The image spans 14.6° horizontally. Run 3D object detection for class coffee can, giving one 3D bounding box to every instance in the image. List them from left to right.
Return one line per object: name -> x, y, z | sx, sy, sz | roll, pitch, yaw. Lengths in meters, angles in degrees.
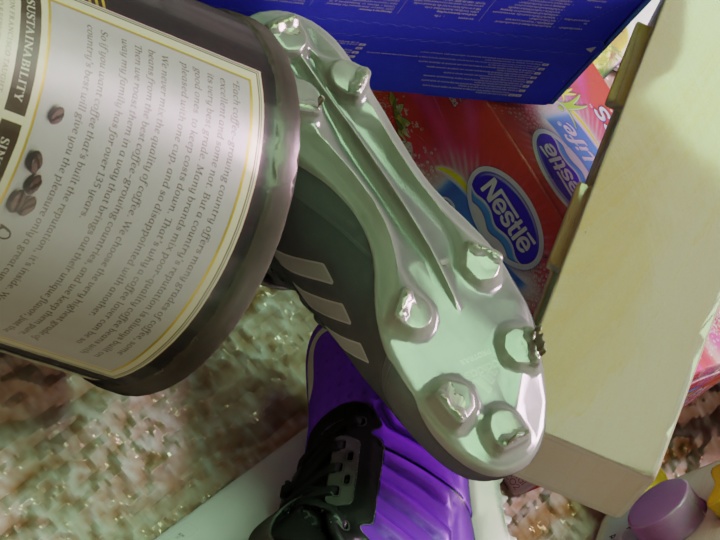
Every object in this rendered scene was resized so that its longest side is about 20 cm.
coffee can -> -0.142, -0.052, 0.975 | 0.200, 0.146, 0.147 | 20, 45, -36

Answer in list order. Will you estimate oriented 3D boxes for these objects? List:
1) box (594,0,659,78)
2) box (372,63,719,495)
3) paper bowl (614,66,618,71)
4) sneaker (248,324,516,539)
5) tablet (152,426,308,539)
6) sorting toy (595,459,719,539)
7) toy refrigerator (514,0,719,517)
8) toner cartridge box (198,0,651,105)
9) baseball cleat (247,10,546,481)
box -> 0.124, -0.129, 1.345 | 0.039, 0.041, 0.200 | 48, 66, -8
box -> 0.071, -0.018, 1.219 | 0.095, 0.100, 0.200 | -16, 71, -53
paper bowl -> 0.150, -0.206, 1.474 | 0.200, 0.104, 0.201 | 27, 41, -27
sneaker -> 0.000, 0.092, 1.045 | 0.099, 0.070, 0.201 | 9, 50, -34
tablet -> -0.001, 0.126, 1.084 | 0.130, 0.014, 0.200 | 53, 36, 3
sorting toy -> 0.186, 0.107, 1.157 | 0.107, 0.180, 0.200 | 44, 35, -14
toy refrigerator -> 0.112, -0.012, 1.113 | 0.070, 0.076, 0.200 | 23, 73, 1
toner cartridge box -> 0.008, -0.112, 1.104 | 0.199, 0.095, 0.043 | 3, 63, -27
baseball cleat -> 0.000, 0.000, 1.057 | 0.070, 0.106, 0.200 | -17, 72, -32
